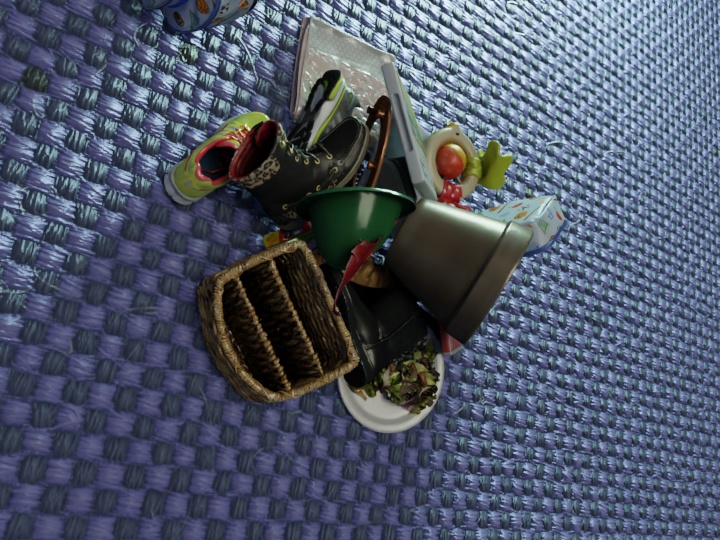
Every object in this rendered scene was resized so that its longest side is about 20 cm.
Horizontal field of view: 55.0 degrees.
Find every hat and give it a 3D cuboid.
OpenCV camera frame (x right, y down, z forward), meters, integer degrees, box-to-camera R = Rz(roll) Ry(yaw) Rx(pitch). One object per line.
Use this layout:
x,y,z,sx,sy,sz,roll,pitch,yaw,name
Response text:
-0.011,-0.007,0.943,0.199,0.165,0.177,8,73,-42,hat

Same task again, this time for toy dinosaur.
0.000,0.000,1.093,0.199,0.060,0.107,8,79,-25,toy dinosaur

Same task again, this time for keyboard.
0.058,0.060,1.175,0.200,0.040,0.104,44,71,-18,keyboard

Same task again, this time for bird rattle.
0.162,-0.170,1.239,0.200,0.113,0.163,-41,107,-18,bird rattle

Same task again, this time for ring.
0.005,-0.174,1.074,0.019,0.200,0.201,14,72,-14,ring

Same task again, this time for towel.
-0.023,-0.312,1.176,0.199,0.032,0.192,15,73,-35,towel

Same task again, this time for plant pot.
0.137,-0.016,1.057,0.173,0.200,0.200,31,58,8,plant pot

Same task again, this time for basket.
-0.124,0.078,0.950,0.142,0.149,0.201,-29,101,-38,basket

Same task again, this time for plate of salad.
0.057,0.163,1.121,0.199,0.048,0.201,2,85,-26,plate of salad

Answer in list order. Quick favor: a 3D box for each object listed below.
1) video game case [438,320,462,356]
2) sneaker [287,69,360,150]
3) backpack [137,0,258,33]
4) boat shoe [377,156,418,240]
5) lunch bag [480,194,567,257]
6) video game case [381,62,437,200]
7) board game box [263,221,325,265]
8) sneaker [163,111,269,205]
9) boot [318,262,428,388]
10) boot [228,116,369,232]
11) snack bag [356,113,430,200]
0.148,0.043,1.203,0.143,0.017,0.201,6,76,-74,video game case
-0.058,-0.209,1.084,0.081,0.074,0.201,31,84,-37,sneaker
-0.231,-0.426,0.940,0.154,0.200,0.191,-36,111,-31,backpack
0.086,-0.095,1.166,0.062,0.073,0.201,-27,105,-33,boat shoe
0.261,-0.064,1.251,0.160,0.199,0.076,-45,112,-48,lunch bag
0.079,-0.207,1.087,0.200,0.023,0.183,11,64,-78,video game case
-0.070,0.025,1.048,0.095,0.030,0.201,-22,99,-12,board game box
-0.184,-0.166,0.984,0.078,0.090,0.200,51,54,-18,sneaker
0.019,0.063,1.032,0.162,0.073,0.199,-28,100,-44,boot
-0.084,-0.162,0.975,0.200,0.073,0.151,-47,145,3,boot
0.082,-0.161,1.221,0.188,0.021,0.201,37,68,-37,snack bag
